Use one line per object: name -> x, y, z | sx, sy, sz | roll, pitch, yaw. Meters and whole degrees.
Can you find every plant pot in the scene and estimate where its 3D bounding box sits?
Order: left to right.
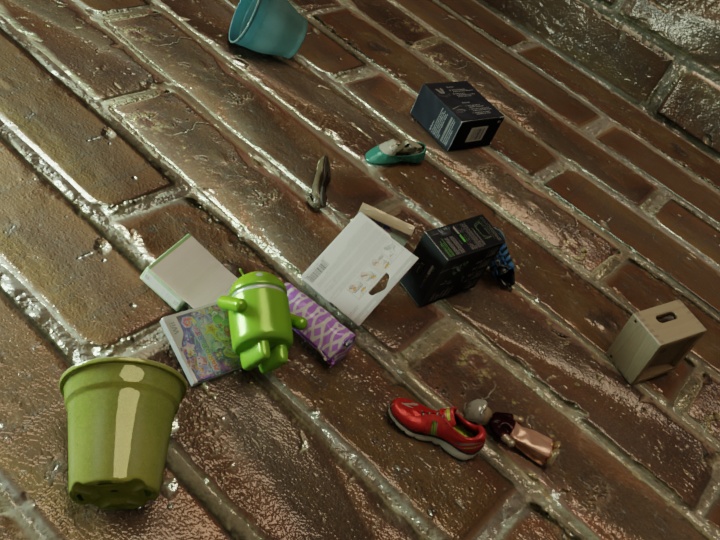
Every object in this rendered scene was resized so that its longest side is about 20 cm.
plant pot -> -0.372, 0.261, 1.230 | 0.200, 0.201, 0.185 | 8, 53, -20
plant pot -> -0.271, -0.743, 2.408 | 0.188, 0.200, 0.200 | 21, 36, -30

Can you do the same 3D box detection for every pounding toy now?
pounding toy -> 0.707, 0.161, 1.919 | 0.200, 0.184, 0.142 | -13, 52, -27

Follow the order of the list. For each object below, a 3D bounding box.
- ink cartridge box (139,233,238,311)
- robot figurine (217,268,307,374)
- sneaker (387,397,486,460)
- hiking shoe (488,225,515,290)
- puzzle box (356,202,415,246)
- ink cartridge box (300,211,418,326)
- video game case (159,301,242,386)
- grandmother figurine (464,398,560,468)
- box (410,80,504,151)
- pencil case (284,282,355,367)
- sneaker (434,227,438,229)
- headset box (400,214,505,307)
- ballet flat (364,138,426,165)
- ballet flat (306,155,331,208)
ink cartridge box -> -0.322, 0.034, 1.607 | 0.200, 0.048, 0.146 | 43, 40, -3
robot figurine -> -0.190, 0.090, 1.507 | 0.175, 0.116, 0.200 | 18, 50, -40
sneaker -> 0.152, 0.288, 1.539 | 0.200, 0.085, 0.077 | 24, 38, -1
hiking shoe -> 0.338, -0.035, 1.938 | 0.200, 0.074, 0.087 | 47, 18, -48
puzzle box -> 0.052, -0.099, 1.859 | 0.133, 0.200, 0.025 | 25, 80, -1
ink cartridge box -> 0.000, 0.000, 1.724 | 0.176, 0.045, 0.200 | 40, 82, 19
video game case -> -0.266, 0.128, 1.526 | 0.200, 0.018, 0.143 | -17, 70, -40
grandmother figurine -> 0.303, 0.324, 1.605 | 0.200, 0.061, 0.121 | 29, 11, 9
box -> 0.299, -0.481, 2.457 | 0.196, 0.118, 0.200 | -14, 54, -38
pencil case -> -0.102, 0.111, 1.613 | 0.200, 0.084, 0.085 | 38, 64, 17
sneaker -> 0.193, -0.059, 1.980 | 0.079, 0.076, 0.200 | 23, 34, 34
headset box -> 0.204, -0.020, 1.831 | 0.200, 0.174, 0.093 | -19, 60, -34
ballet flat -> 0.102, -0.338, 2.230 | 0.200, 0.070, 0.067 | -7, 49, -33
ballet flat -> -0.105, -0.224, 2.009 | 0.046, 0.067, 0.200 | -7, 42, 12
